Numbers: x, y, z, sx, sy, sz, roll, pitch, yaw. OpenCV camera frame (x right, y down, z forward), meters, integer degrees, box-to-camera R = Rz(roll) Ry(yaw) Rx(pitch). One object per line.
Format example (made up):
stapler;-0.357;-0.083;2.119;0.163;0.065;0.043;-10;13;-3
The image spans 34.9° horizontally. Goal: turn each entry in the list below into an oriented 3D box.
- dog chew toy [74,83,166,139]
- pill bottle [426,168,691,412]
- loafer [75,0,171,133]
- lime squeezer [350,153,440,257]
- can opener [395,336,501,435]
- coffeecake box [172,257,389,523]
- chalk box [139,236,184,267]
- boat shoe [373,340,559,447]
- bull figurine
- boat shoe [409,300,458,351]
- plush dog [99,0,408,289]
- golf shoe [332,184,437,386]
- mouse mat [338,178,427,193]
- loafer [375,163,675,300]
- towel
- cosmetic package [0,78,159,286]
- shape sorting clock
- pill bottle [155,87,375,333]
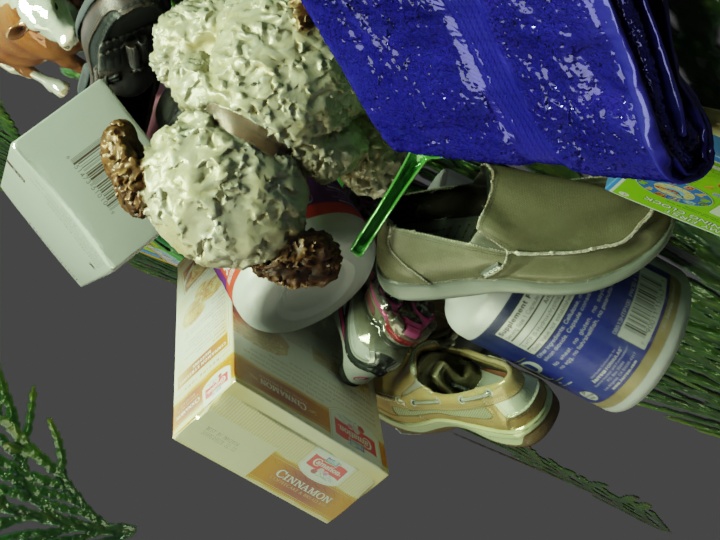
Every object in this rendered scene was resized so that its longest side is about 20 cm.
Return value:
dog chew toy;-0.163;-0.105;0.996;0.198;0.126;0.125;11;164;27
pill bottle;0.129;0.010;0.844;0.199;0.121;0.120;27;169;-7
loafer;-0.166;-0.146;0.833;0.064;0.071;0.200;66;160;8
lime squeezer;0.050;-0.092;0.678;0.038;0.071;0.200;43;133;3
can opener;0.091;0.065;1.040;0.053;0.200;0.067;33;-170;-40
coffeecake box;-0.065;0.073;0.897;0.153;0.073;0.201;36;-155;-29
chalk box;-0.193;-0.082;1.143;0.198;0.126;0.124;18;168;28
boat shoe;0.062;0.082;0.891;0.199;0.072;0.076;-2;140;49
bull figurine;-0.254;-0.191;0.918;0.199;0.066;0.121;14;166;45
boat shoe;0.039;0.062;0.995;0.073;0.064;0.201;23;157;-13
plush dog;-0.064;-0.081;0.711;0.199;0.173;0.160;27;169;-4
golf shoe;0.000;0.000;0.917;0.072;0.092;0.201;28;-146;-27
mouse mat;0.041;-0.054;1.049;0.160;0.008;0.200;23;168;12
loafer;0.099;-0.028;0.726;0.198;0.076;0.070;-11;134;14
towel;0.058;-0.104;0.542;0.199;0.050;0.148;13;141;46
cosmetic package;-0.202;-0.058;0.857;0.113;0.081;0.200;52;161;-7
shape sorting clock;0.211;-0.047;0.602;0.198;0.040;0.200;22;172;3
pill bottle;-0.079;-0.060;0.853;0.201;0.112;0.112;56;-175;29
